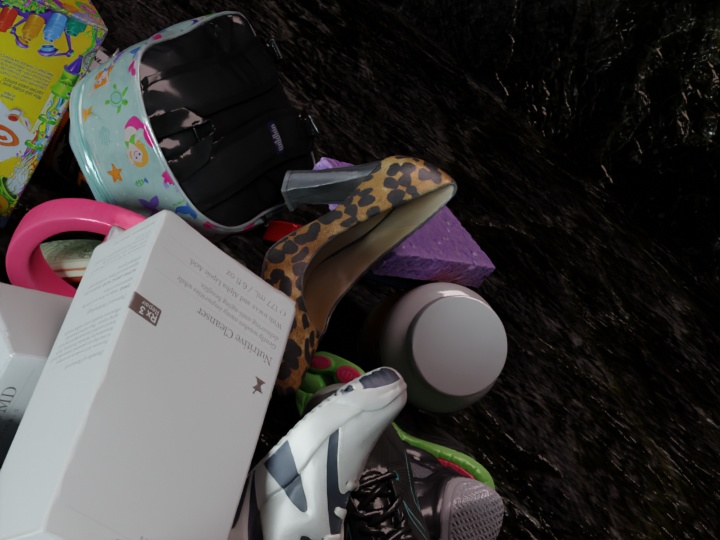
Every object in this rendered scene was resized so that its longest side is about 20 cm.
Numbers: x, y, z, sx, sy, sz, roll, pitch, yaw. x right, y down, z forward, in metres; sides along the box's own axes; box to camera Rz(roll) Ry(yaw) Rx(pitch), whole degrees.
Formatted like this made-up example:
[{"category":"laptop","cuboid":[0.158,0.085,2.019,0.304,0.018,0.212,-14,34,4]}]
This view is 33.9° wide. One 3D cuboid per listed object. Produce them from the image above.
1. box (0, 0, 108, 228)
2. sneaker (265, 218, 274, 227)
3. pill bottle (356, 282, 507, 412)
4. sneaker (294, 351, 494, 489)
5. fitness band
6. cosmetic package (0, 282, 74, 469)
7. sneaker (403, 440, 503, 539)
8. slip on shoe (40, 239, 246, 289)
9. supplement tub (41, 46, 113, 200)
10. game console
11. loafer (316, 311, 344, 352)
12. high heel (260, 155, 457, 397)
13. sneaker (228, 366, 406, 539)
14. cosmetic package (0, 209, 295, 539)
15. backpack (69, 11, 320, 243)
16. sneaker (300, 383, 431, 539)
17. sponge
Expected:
[{"category":"box","cuboid":[-0.338,-0.166,0.917,0.199,0.194,0.122,19,23,-39]},{"category":"sneaker","cuboid":[-0.146,-0.094,1.265,0.087,0.078,0.200,9,-3,18]},{"category":"pill bottle","cuboid":[0.064,0.069,1.052,0.110,0.112,0.200,33,-9,-5]},{"category":"sneaker","cuboid":[0.024,0.147,1.002,0.199,0.077,0.084,39,-2,9]},{"category":"fitness band","cuboid":[-0.161,0.019,0.862,0.199,0.143,0.038,33,52,-21]},{"category":"cosmetic package","cuboid":[-0.167,0.082,0.760,0.199,0.102,0.071,15,28,-44]},{"category":"sneaker","cuboid":[0.001,0.177,0.872,0.198,0.077,0.113,0,18,-34]},{"category":"slip on shoe","cuboid":[-0.185,0.011,0.959,0.198,0.062,0.074,5,11,-34]},{"category":"supplement tub","cuboid":[-0.216,-0.116,1.111,0.199,0.123,0.123,35,19,3]},{"category":"game console","cuboid":[0.006,-0.003,1.197,0.197,0.031,0.177,15,-8,7]},{"category":"loafer","cuboid":[-0.075,0.058,1.002,0.073,0.072,0.200,42,11,20]},{"category":"high heel","cuboid":[0.000,0.000,0.900,0.072,0.140,0.202,61,30,-57]},{"category":"sneaker","cuboid":[-0.020,0.163,0.700,0.130,0.199,0.080,47,-7,3]},{"category":"cosmetic package","cuboid":[-0.120,0.083,0.658,0.112,0.081,0.202,36,49,-31]},{"category":"backpack","cuboid":[-0.143,-0.103,0.951,0.179,0.149,0.200,65,25,-11]},{"category":"sneaker","cuboid":[0.019,0.168,0.760,0.202,0.075,0.079,70,-17,-5]},{"category":"sponge","cuboid":[0.040,-0.040,1.052,0.112,0.030,0.199,53,22,23]}]
